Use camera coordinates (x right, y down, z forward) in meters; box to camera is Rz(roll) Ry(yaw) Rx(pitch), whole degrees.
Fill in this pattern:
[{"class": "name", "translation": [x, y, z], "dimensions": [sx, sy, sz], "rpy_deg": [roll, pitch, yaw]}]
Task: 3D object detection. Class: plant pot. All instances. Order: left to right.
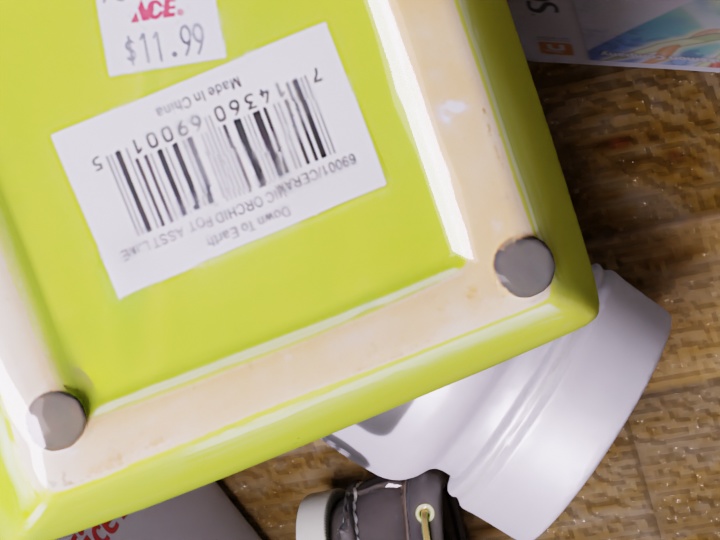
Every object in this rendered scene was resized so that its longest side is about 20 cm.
[{"class": "plant pot", "translation": [-0.051, -0.045, 0.634], "dimensions": [0.199, 0.181, 0.200], "rpy_deg": [-21, 104, -6]}]

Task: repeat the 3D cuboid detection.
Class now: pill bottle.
[{"class": "pill bottle", "translation": [0.000, 0.000, 0.805], "dimensions": [0.199, 0.114, 0.114], "rpy_deg": [33, 117, -1]}]

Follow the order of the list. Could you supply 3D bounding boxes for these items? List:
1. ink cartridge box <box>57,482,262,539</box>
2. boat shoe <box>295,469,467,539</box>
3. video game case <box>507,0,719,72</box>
[{"class": "ink cartridge box", "translation": [-0.074, 0.169, 0.880], "dimensions": [0.086, 0.147, 0.200], "rpy_deg": [-34, 101, 27]}, {"class": "boat shoe", "translation": [0.036, 0.174, 0.883], "dimensions": [0.060, 0.072, 0.202], "rpy_deg": [-19, 95, 18]}, {"class": "video game case", "translation": [0.133, -0.098, 0.705], "dimensions": [0.199, 0.182, 0.022], "rpy_deg": [4, 75, 13]}]
